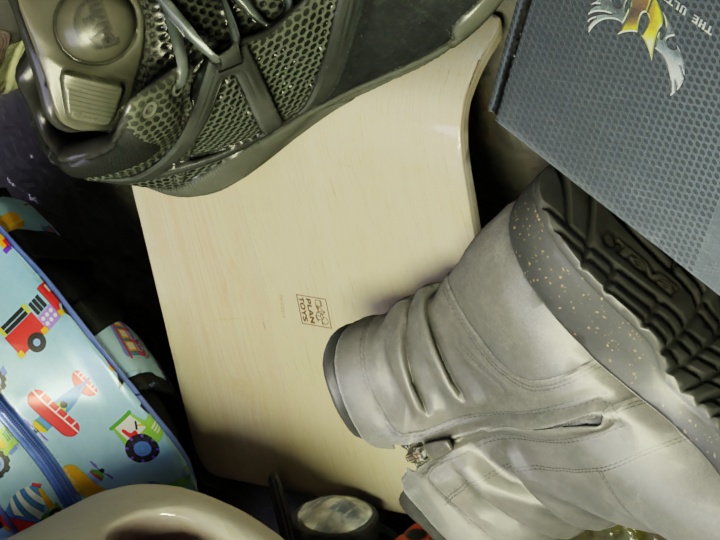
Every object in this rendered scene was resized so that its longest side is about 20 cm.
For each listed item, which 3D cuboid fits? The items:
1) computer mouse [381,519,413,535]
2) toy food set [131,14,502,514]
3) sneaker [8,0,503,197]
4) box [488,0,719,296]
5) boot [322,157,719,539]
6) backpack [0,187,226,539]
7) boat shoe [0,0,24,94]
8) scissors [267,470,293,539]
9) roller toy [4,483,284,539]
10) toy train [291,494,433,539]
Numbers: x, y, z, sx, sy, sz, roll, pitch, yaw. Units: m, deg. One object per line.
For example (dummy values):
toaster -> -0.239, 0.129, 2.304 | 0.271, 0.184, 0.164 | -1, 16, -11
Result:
computer mouse -> 0.028, 0.195, 1.009 | 0.140, 0.046, 0.201 | 35, 139, 27
toy food set -> 0.000, 0.000, 0.900 | 0.143, 0.060, 0.201 | 8, 124, 32
sneaker -> -0.030, -0.087, 0.776 | 0.199, 0.114, 0.076 | -33, 76, 29
box -> 0.136, -0.052, 0.698 | 0.200, 0.051, 0.158 | 40, 142, 22
boot -> 0.087, 0.070, 0.810 | 0.200, 0.070, 0.132 | 53, 132, 7
backpack -> -0.145, 0.060, 0.991 | 0.183, 0.134, 0.200 | 50, 165, 10
boat shoe -> -0.156, -0.095, 0.933 | 0.072, 0.066, 0.201 | 45, 169, 5
scissors -> -0.015, 0.148, 0.998 | 0.200, 0.014, 0.073 | 90, 158, -59
roller toy -> -0.087, 0.175, 0.854 | 0.182, 0.140, 0.201 | -15, 98, 44
toy train -> 0.017, 0.179, 0.925 | 0.114, 0.085, 0.201 | 15, 119, 35
